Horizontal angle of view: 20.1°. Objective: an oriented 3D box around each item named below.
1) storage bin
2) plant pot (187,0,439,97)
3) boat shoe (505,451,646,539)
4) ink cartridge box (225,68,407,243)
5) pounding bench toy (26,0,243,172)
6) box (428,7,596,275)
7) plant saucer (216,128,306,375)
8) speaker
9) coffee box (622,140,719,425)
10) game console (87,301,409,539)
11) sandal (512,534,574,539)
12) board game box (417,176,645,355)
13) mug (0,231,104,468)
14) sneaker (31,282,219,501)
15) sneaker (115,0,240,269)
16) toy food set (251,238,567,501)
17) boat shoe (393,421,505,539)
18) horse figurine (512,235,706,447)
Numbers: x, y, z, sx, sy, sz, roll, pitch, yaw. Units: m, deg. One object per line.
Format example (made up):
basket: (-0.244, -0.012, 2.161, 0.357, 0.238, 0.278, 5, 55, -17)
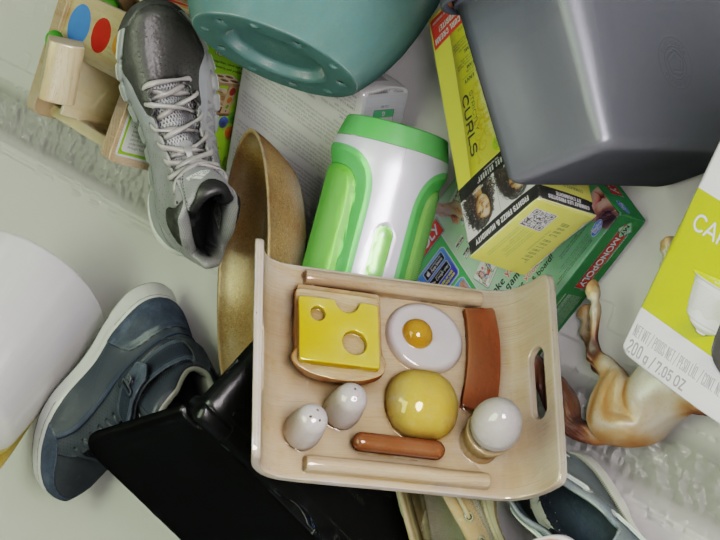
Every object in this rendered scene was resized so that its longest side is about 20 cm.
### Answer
storage bin: (0.146, -0.122, 1.225, 0.145, 0.199, 0.135, -20, 76, 44)
plant pot: (-0.030, -0.217, 1.398, 0.200, 0.200, 0.162, 8, 73, 48)
boat shoe: (0.152, 0.186, 1.235, 0.073, 0.062, 0.200, -55, 47, 22)
ink cartridge box: (-0.041, -0.075, 1.536, 0.161, 0.050, 0.201, 39, 128, 45)
pounding bench toy: (-0.197, -0.163, 1.597, 0.156, 0.199, 0.125, 30, 104, 46)
box: (0.096, -0.102, 1.320, 0.075, 0.050, 0.201, -41, 43, 40)
plant saucer: (-0.071, -0.001, 1.475, 0.200, 0.035, 0.202, -176, 90, -77)
speaker: (0.000, 0.000, 1.383, 0.088, 0.088, 0.202, 14, 88, 48)
coffee box: (0.293, 0.011, 1.016, 0.199, 0.199, 0.199, 38, 109, 45)
game console: (-0.046, 0.124, 1.350, 0.176, 0.200, 0.116, -48, 27, -11)
sandal: (0.045, 0.219, 1.233, 0.206, 0.059, 0.080, -27, 57, 27)
board game box: (0.093, -0.006, 1.369, 0.200, 0.029, 0.135, -53, 46, 26)
mug: (-0.299, 0.086, 1.668, 0.149, 0.187, 0.154, -7, 40, 37)
sneaker: (-0.183, 0.130, 1.607, 0.203, 0.077, 0.146, -59, 42, 19)
sneaker: (-0.123, -0.095, 1.486, 0.115, 0.074, 0.201, -138, 35, -64)
toy food set: (0.027, 0.057, 1.239, 0.060, 0.198, 0.145, 127, 146, -57)
boat shoe: (0.060, 0.185, 1.295, 0.073, 0.063, 0.202, -3, 102, 41)
horse figurine: (0.180, 0.056, 1.245, 0.199, 0.050, 0.133, -31, 55, 39)
